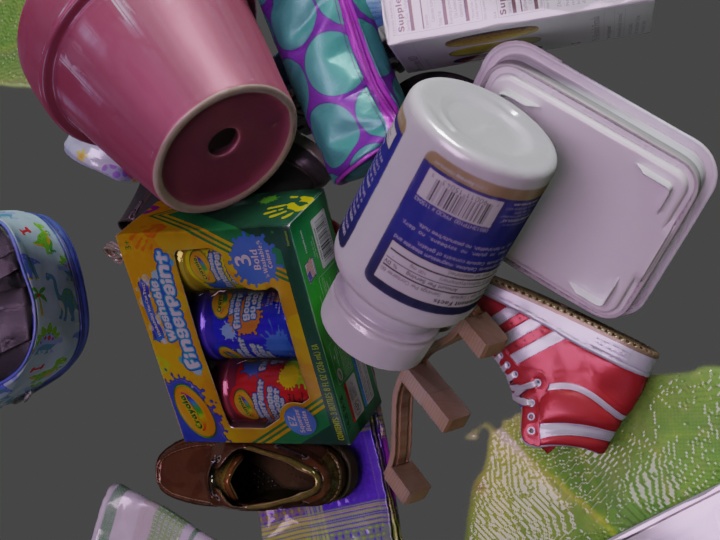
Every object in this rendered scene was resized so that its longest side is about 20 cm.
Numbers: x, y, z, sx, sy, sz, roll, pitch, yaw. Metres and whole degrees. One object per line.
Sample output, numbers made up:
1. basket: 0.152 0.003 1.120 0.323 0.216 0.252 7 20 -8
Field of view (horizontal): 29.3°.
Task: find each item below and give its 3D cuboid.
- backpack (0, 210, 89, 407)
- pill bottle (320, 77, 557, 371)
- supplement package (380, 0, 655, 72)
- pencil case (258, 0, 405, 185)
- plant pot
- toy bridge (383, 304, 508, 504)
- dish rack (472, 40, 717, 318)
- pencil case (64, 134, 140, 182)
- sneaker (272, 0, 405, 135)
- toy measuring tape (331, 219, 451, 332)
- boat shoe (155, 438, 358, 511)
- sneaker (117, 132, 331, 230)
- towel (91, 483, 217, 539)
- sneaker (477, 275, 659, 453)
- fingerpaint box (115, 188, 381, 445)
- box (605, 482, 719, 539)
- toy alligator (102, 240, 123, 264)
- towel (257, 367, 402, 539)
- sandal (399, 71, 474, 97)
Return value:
1. backpack: -0.347 0.039 1.295 0.199 0.147 0.184 -25 78 28
2. pill bottle: 0.049 -0.028 1.015 0.120 0.119 0.201 42 124 21
3. supplement package: 0.117 -0.229 1.054 0.199 0.114 0.110 -8 86 10
4. pencil case: -0.018 -0.172 1.088 0.092 0.085 0.201 -33 77 58
5. plant pot: -0.149 -0.151 1.097 0.200 0.200 0.179 -49 58 18
6. toy bridge: 0.059 0.100 1.114 0.067 0.027 0.201 51 136 32
7. dish rack: 0.152 -0.061 1.053 0.199 0.044 0.172 31 124 9
8. pencil case: -0.201 -0.181 1.258 0.091 0.083 0.201 37 106 47
9. sneaker: -0.038 -0.185 1.190 0.199 0.078 0.090 -29 66 17
10. toy measuring tape: 0.000 0.000 1.160 0.199 0.073 0.074 16 97 29
11. boat shoe: -0.104 0.171 1.190 0.199 0.068 0.072 -7 88 28
12. sneaker: -0.115 -0.062 1.190 0.199 0.075 0.107 2 55 39
13. towel: -0.179 0.303 1.263 0.199 0.031 0.150 24 102 30
14. sneaker: 0.125 0.073 1.099 0.199 0.071 0.113 26 98 22
15. fingerpaint box: -0.091 0.042 1.137 0.166 0.073 0.201 -2 116 27
16. box: 0.247 0.238 1.042 0.200 0.060 0.117 -34 75 22
17. toy alligator: -0.147 -0.016 1.252 0.199 0.060 0.054 14 51 33
18. towel: -0.041 0.164 1.209 0.143 0.023 0.201 -14 83 25
19. sandal: 0.100 -0.112 1.126 0.199 0.045 0.076 24 101 25
